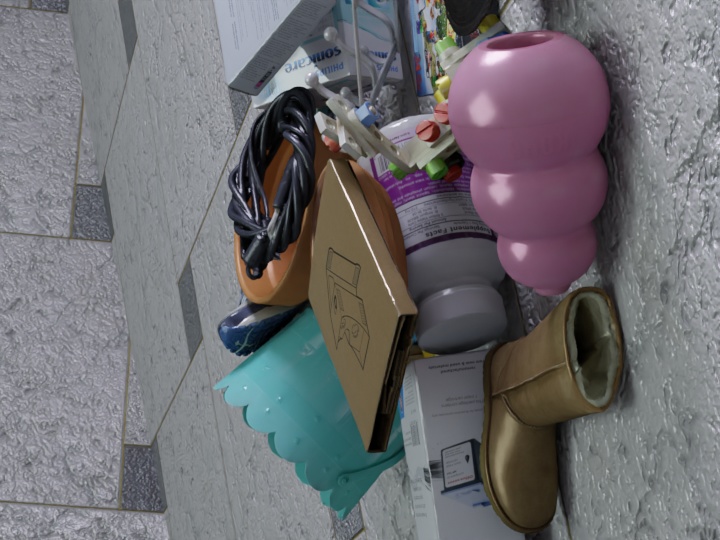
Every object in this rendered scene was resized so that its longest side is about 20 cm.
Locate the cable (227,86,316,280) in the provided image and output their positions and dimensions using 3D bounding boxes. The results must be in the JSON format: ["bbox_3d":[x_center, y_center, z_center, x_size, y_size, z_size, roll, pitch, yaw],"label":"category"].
[{"bbox_3d":[-0.085,-0.101,1.716,0.164,0.050,0.201,118,158,-43],"label":"cable"}]

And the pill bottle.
[{"bbox_3d":[0.070,-0.031,1.600,0.112,0.112,0.201,114,147,-60],"label":"pill bottle"}]

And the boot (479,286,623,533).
[{"bbox_3d":[0.155,0.119,1.443,0.200,0.066,0.176,140,122,-69],"label":"boot"}]

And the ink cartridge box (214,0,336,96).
[{"bbox_3d":[-0.075,-0.304,1.697,0.200,0.043,0.197,-42,45,38],"label":"ink cartridge box"}]

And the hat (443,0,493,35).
[{"bbox_3d":[0.113,-0.291,1.414,0.201,0.080,0.202,176,90,-77],"label":"hat"}]

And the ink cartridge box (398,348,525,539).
[{"bbox_3d":[0.090,0.182,1.619,0.146,0.085,0.201,122,139,-80],"label":"ink cartridge box"}]

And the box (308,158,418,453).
[{"bbox_3d":[-0.002,0.029,1.505,0.201,0.021,0.164,-114,26,-44],"label":"box"}]

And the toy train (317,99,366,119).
[{"bbox_3d":[-0.026,-0.110,1.969,0.114,0.085,0.201,-105,16,-60],"label":"toy train"}]

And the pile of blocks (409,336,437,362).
[{"bbox_3d":[0.043,0.077,1.817,0.200,0.062,0.083,-169,73,-73],"label":"pile of blocks"}]

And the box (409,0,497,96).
[{"bbox_3d":[0.081,-0.263,1.608,0.137,0.037,0.202,-174,78,-74],"label":"box"}]

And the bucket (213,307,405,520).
[{"bbox_3d":[-0.041,0.148,1.869,0.207,0.135,0.207,45,173,7],"label":"bucket"}]

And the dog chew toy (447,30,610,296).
[{"bbox_3d":[0.135,-0.078,1.355,0.125,0.124,0.201,-141,39,-68],"label":"dog chew toy"}]

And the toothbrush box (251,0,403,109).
[{"bbox_3d":[-0.046,-0.274,1.796,0.146,0.085,0.201,-12,84,43],"label":"toothbrush box"}]

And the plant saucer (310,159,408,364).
[{"bbox_3d":[0.000,0.000,1.584,0.200,0.037,0.202,175,90,-73],"label":"plant saucer"}]

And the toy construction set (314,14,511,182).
[{"bbox_3d":[0.065,-0.134,1.493,0.199,0.131,0.093,-24,75,28],"label":"toy construction set"}]

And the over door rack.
[{"bbox_3d":[0.001,-0.229,1.605,0.201,0.066,0.148,101,-173,-47],"label":"over door rack"}]

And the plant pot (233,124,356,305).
[{"bbox_3d":[-0.032,-0.054,1.832,0.200,0.139,0.201,-38,47,56],"label":"plant pot"}]

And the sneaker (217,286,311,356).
[{"bbox_3d":[-0.103,0.026,1.914,0.085,0.200,0.077,47,125,8],"label":"sneaker"}]
